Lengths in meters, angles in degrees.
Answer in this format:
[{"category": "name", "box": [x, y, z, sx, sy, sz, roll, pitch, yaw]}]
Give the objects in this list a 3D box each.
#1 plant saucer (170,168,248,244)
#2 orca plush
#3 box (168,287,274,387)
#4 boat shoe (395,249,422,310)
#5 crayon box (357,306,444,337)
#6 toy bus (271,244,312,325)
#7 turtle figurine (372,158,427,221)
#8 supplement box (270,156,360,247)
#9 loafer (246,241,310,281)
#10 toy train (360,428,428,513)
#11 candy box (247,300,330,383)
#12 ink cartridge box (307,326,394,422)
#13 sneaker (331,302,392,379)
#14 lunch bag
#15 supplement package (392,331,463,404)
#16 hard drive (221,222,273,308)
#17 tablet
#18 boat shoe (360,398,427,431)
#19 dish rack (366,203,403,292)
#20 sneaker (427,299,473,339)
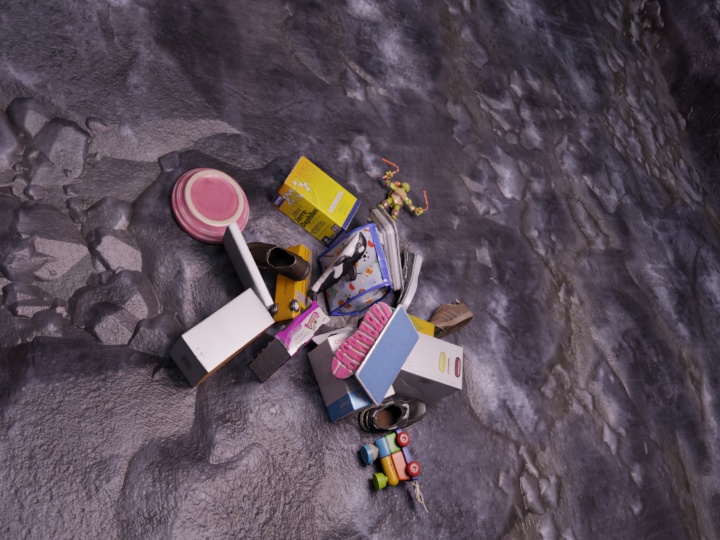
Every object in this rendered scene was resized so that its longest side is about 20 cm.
[{"category": "plant saucer", "box": [-0.364, -0.168, 1.643, 0.196, 0.051, 0.206, 13, 62, -25]}, {"category": "orca plush", "box": [-0.042, 0.006, 1.599, 0.071, 0.105, 0.201, 39, 86, -6]}, {"category": "box", "box": [-0.306, 0.148, 1.478, 0.199, 0.124, 0.098, -38, 88, -37]}, {"category": "boat shoe", "box": [0.117, 0.028, 1.836, 0.069, 0.073, 0.203, 24, 46, -8]}, {"category": "crayon box", "box": [0.103, 0.159, 1.718, 0.196, 0.127, 0.052, 21, 57, -20]}, {"category": "toy bus", "box": [-0.165, 0.039, 1.641, 0.078, 0.063, 0.205, 42, 43, -51]}, {"category": "turtle figurine", "box": [0.096, -0.211, 1.934, 0.200, 0.064, 0.162, 46, 59, -14]}, {"category": "supplement box", "box": [-0.118, -0.179, 1.760, 0.198, 0.109, 0.111, 37, 53, -10]}, {"category": "loafer", "box": [-0.211, -0.035, 1.601, 0.195, 0.072, 0.075, 12, 67, 24]}, {"category": "toy train", "box": [0.080, 0.490, 1.577, 0.113, 0.085, 0.205, -13, 74, -24]}, {"category": "candy box", "box": [-0.164, 0.164, 1.508, 0.061, 0.200, 0.136, 48, 54, 1]}, {"category": "ink cartridge box", "box": [-0.030, 0.234, 1.602, 0.126, 0.125, 0.205, -13, 75, -34]}, {"category": "sneaker", "box": [0.008, 0.172, 1.531, 0.073, 0.088, 0.202, 30, 72, 19]}, {"category": "lunch bag", "box": [0.000, 0.000, 1.684, 0.121, 0.199, 0.174, -1, 66, -37]}, {"category": "supplement package", "box": [0.137, 0.241, 1.680, 0.196, 0.156, 0.114, 20, 58, -21]}, {"category": "hard drive", "box": [-0.265, 0.000, 1.558, 0.026, 0.132, 0.204, -25, 86, -21]}, {"category": "tablet", "box": [0.063, 0.192, 1.519, 0.202, 0.013, 0.131, -56, 136, -24]}, {"category": "boat shoe", "box": [0.095, 0.358, 1.654, 0.196, 0.067, 0.074, -3, 74, -35]}, {"category": "dish rack", "box": [0.061, -0.055, 1.747, 0.042, 0.172, 0.205, -15, 118, -11]}, {"category": "sneaker", "box": [0.225, 0.137, 1.853, 0.196, 0.071, 0.076, -15, 56, -38]}]
